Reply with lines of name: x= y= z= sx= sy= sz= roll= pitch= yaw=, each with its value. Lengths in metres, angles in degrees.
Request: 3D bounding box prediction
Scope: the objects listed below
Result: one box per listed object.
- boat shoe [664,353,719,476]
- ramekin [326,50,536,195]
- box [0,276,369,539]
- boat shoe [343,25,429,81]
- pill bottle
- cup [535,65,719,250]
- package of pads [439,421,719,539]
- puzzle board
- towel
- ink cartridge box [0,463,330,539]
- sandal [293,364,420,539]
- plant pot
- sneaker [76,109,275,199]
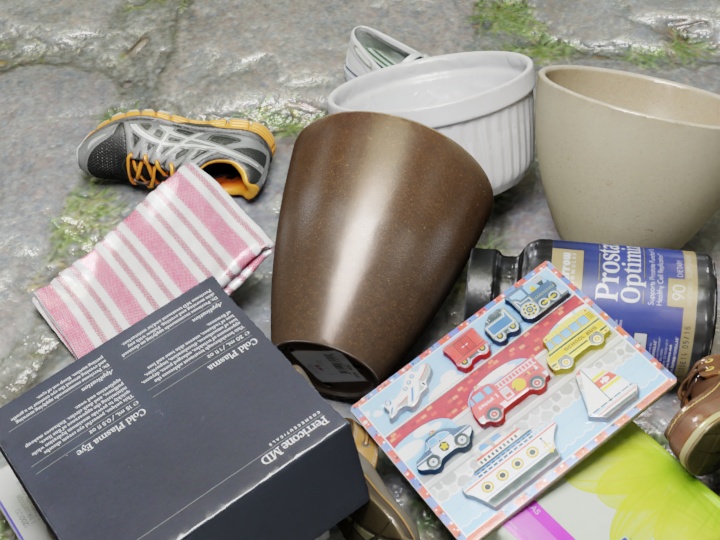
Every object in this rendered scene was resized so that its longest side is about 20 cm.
boat shoe: x=0.272 y=0.103 z=0.910 sx=0.068 sy=0.072 sz=0.200 roll=43 pitch=26 yaw=25
ramekin: x=0.074 y=-0.133 z=1.150 sx=0.200 sy=0.105 sz=0.200 roll=-10 pitch=21 yaw=4
box: x=-0.129 y=0.135 z=0.852 sx=0.200 sy=0.104 sz=0.182 roll=-33 pitch=50 yaw=-17
boat shoe: x=0.055 y=-0.200 z=1.284 sx=0.200 sy=0.067 sz=0.074 roll=30 pitch=54 yaw=29
pill bottle: x=0.190 y=0.032 z=1.009 sx=0.200 sy=0.112 sz=0.112 roll=5 pitch=45 yaw=8
cup: x=0.244 y=-0.089 z=1.075 sx=0.200 sy=0.143 sz=0.200 roll=9 pitch=20 yaw=-3
package of pads: x=0.163 y=0.174 z=0.896 sx=0.154 sy=0.068 sz=0.200 roll=-29 pitch=51 yaw=-24
puzzle board: x=0.111 y=0.093 z=0.900 sx=0.200 sy=0.017 sz=0.151 roll=-36 pitch=52 yaw=-9
towel: x=-0.187 y=0.002 z=1.070 sx=0.200 sy=0.030 sz=0.146 roll=-43 pitch=54 yaw=-5
ink cartridge box: x=-0.158 y=0.182 z=0.923 sx=0.200 sy=0.043 sz=0.198 roll=-27 pitch=49 yaw=-23
sandal: x=-0.006 y=0.151 z=0.926 sx=0.055 sy=0.082 sz=0.200 roll=-13 pitch=41 yaw=-34
plant pot: x=0.000 y=0.000 z=1.022 sx=0.187 sy=0.187 sz=0.200 roll=11 pitch=59 yaw=14
sneaker: x=-0.186 y=-0.110 z=1.202 sx=0.200 sy=0.078 sz=0.077 roll=-2 pitch=50 yaw=1
